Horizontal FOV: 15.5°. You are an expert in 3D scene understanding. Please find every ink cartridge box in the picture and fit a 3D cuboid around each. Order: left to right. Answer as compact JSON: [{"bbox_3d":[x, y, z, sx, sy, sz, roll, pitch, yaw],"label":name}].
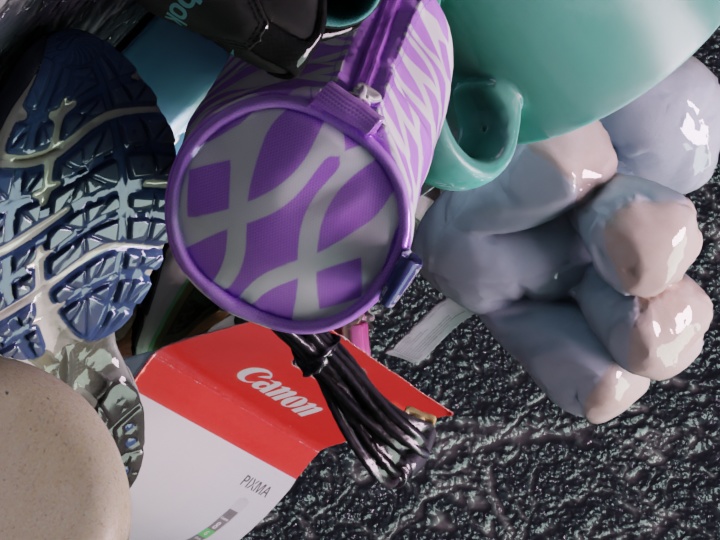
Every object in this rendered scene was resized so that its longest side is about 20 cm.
[{"bbox_3d":[-0.078,0.083,1.149,0.199,0.050,0.161,-14,156,22],"label":"ink cartridge box"}]

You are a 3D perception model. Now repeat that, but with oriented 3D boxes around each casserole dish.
[{"bbox_3d":[-0.084,-0.051,1.019,0.200,0.039,0.121,-48,176,-14],"label":"casserole dish"}]

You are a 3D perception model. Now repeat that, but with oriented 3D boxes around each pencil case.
[{"bbox_3d":[-0.013,-0.049,0.893,0.200,0.083,0.086,-78,-170,-70],"label":"pencil case"}]

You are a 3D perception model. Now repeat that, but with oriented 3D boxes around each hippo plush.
[{"bbox_3d":[0.118,-0.026,1.339,0.200,0.160,0.161,-28,-168,45],"label":"hippo plush"}]

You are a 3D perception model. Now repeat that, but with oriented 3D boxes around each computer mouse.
[{"bbox_3d":[0.000,0.000,1.064,0.046,0.141,0.200,-30,-163,13],"label":"computer mouse"}]

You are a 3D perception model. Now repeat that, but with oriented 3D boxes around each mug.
[{"bbox_3d":[0.068,-0.135,1.065,0.151,0.115,0.185,-28,-150,17],"label":"mug"}]

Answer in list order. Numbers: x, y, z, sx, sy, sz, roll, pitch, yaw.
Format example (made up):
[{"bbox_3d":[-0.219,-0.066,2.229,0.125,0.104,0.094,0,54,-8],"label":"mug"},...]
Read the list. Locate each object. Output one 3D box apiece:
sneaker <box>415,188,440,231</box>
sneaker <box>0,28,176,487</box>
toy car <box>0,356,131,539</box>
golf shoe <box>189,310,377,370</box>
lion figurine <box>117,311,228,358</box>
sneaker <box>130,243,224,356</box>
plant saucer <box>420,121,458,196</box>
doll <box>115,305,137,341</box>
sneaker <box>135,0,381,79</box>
[{"bbox_3d":[0.000,-0.061,1.404,0.070,0.099,0.200,-51,176,2],"label":"sneaker"},{"bbox_3d":[-0.119,-0.003,0.904,0.077,0.085,0.201,-17,136,-33],"label":"sneaker"},{"bbox_3d":[-0.166,0.115,0.879,0.158,0.164,0.200,-47,-175,-28],"label":"toy car"},{"bbox_3d":[-0.037,0.042,1.256,0.091,0.073,0.200,-5,169,1],"label":"golf shoe"},{"bbox_3d":[-0.080,0.064,1.364,0.122,0.201,0.073,-19,151,-3],"label":"lion figurine"},{"bbox_3d":[-0.052,-0.010,1.230,0.200,0.088,0.077,127,-29,-52],"label":"sneaker"},{"bbox_3d":[0.076,-0.108,1.219,0.201,0.039,0.201,-42,-175,5],"label":"plant saucer"},{"bbox_3d":[-0.170,0.081,1.227,0.200,0.048,0.136,-51,159,9],"label":"doll"},{"bbox_3d":[-0.019,-0.112,0.859,0.076,0.079,0.200,-53,177,31],"label":"sneaker"}]
